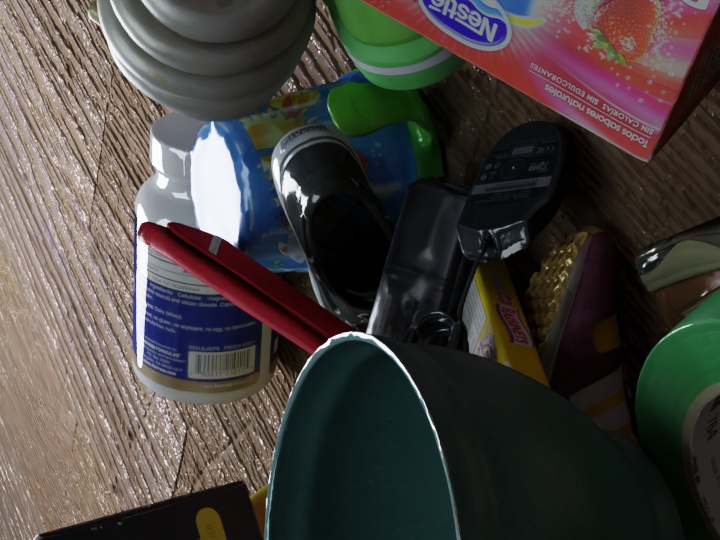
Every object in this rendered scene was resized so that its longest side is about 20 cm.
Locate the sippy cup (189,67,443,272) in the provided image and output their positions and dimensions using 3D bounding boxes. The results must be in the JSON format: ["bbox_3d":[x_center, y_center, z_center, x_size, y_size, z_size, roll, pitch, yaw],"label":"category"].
[{"bbox_3d":[-0.035,-0.056,0.944,0.140,0.129,0.180,46,136,45],"label":"sippy cup"}]

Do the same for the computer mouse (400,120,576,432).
[{"bbox_3d":[0.068,0.002,0.765,0.058,0.201,0.034,-2,139,41],"label":"computer mouse"}]

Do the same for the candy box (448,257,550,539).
[{"bbox_3d":[0.062,0.060,0.805,0.200,0.026,0.103,-96,24,-68],"label":"candy box"}]

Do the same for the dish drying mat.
[{"bbox_3d":[-0.039,0.021,0.815,0.199,0.076,0.018,31,97,38],"label":"dish drying mat"}]

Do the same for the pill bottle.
[{"bbox_3d":[-0.114,-0.012,1.119,0.116,0.114,0.203,39,131,50],"label":"pill bottle"}]

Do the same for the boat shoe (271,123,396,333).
[{"bbox_3d":[0.000,0.000,0.885,0.201,0.068,0.057,61,-178,-45],"label":"boat shoe"}]

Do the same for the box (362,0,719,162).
[{"bbox_3d":[0.077,-0.152,0.657,0.199,0.103,0.095,31,133,15],"label":"box"}]

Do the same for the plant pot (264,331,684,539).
[{"bbox_3d":[0.054,0.130,0.636,0.200,0.132,0.204,-177,90,-66],"label":"plant pot"}]

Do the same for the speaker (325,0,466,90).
[{"bbox_3d":[0.006,-0.197,0.796,0.089,0.088,0.201,47,165,45],"label":"speaker"}]

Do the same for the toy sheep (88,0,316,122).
[{"bbox_3d":[-0.089,-0.153,0.847,0.200,0.136,0.140,103,149,-70],"label":"toy sheep"}]

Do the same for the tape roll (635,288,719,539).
[{"bbox_3d":[0.197,0.092,0.581,0.200,0.048,0.202,43,154,27],"label":"tape roll"}]

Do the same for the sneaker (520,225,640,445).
[{"bbox_3d":[0.120,0.081,0.780,0.075,0.089,0.203,163,121,-81],"label":"sneaker"}]

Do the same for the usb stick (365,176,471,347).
[{"bbox_3d":[0.024,0.046,0.835,0.055,0.032,0.203,16,90,42],"label":"usb stick"}]

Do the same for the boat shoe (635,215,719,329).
[{"bbox_3d":[0.194,0.000,0.617,0.200,0.075,0.075,-27,82,67],"label":"boat shoe"}]

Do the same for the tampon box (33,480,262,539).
[{"bbox_3d":[-0.129,0.230,0.846,0.200,0.125,0.152,-44,62,56],"label":"tampon box"}]

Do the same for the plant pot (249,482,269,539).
[{"bbox_3d":[0.013,0.219,0.898,0.200,0.174,0.202,51,141,40],"label":"plant pot"}]
